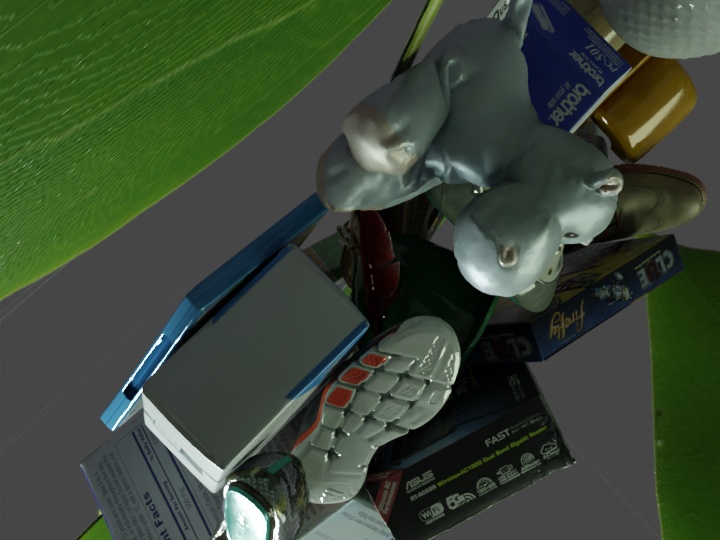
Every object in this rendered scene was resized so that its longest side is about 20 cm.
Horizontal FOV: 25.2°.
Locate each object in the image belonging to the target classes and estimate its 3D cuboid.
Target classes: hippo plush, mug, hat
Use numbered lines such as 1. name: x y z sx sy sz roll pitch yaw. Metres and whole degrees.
1. hippo plush: 0.086 -0.068 1.055 0.200 0.161 0.159 -43 175 -17
2. mug: 0.282 -0.234 1.195 0.199 0.148 0.175 0 162 -29
3. hat: 0.000 0.000 1.257 0.200 0.176 0.166 -50 -162 22

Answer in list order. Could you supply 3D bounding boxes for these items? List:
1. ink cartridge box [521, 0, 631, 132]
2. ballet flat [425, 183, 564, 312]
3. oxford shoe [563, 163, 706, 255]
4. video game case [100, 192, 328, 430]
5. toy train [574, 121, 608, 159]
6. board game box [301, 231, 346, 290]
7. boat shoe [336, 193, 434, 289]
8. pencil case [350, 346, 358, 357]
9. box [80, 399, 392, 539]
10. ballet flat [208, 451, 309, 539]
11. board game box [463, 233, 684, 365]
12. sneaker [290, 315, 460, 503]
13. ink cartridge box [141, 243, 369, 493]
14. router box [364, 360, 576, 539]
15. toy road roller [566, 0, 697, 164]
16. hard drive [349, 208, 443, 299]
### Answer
1. ink cartridge box: 0.127 -0.133 1.277 0.044 0.094 0.200 -42 175 -30
2. ballet flat: 0.117 -0.028 1.195 0.063 0.200 0.068 -12 -125 29
3. oxford shoe: 0.199 -0.041 1.389 0.199 0.071 0.075 -8 -145 11
4. video game case: -0.108 0.032 1.176 0.143 0.018 0.200 -40 174 -39
5. toy train: 0.172 -0.113 1.501 0.200 0.113 0.086 -65 168 -72
6. board game box: -0.088 0.056 1.440 0.200 0.040 0.153 -46 176 18
7. boat shoe: 0.020 -0.046 1.321 0.063 0.073 0.200 -27 153 -39
8. pencil case: -0.059 0.125 1.448 0.200 0.078 0.089 -39 145 14
9. box: -0.099 0.185 1.327 0.200 0.184 0.105 -38 148 9
10. ballet flat: -0.072 0.195 1.179 0.072 0.072 0.201 -41 161 -36
11. board game box: 0.161 0.025 1.362 0.200 0.035 0.135 -28 -167 -39
12. sneaker: 0.002 0.086 1.177 0.200 0.077 0.082 -49 -157 36
13. ink cartridge box: -0.081 0.077 1.173 0.146 0.086 0.200 -44 175 -13
14. router box: 0.080 0.133 1.282 0.149 0.062 0.200 -28 -170 4
15. toy road roller: 0.216 -0.175 1.360 0.123 0.146 0.200 -44 176 -3
16. hard drive: 0.050 -0.043 1.472 0.201 0.038 0.140 -60 176 -1
